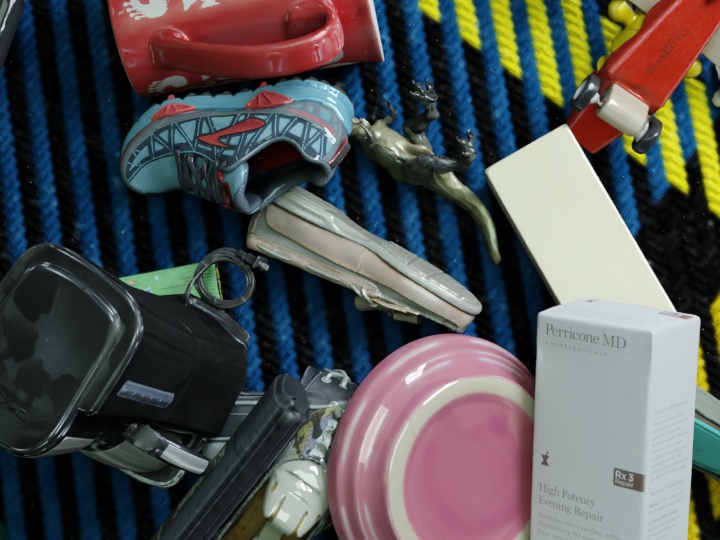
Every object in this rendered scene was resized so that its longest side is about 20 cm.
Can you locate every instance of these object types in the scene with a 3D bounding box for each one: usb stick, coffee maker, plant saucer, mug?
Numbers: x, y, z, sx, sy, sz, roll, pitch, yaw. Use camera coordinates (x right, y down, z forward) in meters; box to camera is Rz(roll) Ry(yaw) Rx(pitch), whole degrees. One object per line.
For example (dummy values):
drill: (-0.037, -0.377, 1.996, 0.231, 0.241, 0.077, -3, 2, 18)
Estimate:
usb stick: (-0.103, 0.160, 1.070, 0.033, 0.056, 0.200, 30, 111, -21)
coffee maker: (-0.173, 0.050, 1.029, 0.134, 0.200, 0.193, 9, 79, 19)
plant saucer: (0.072, 0.150, 1.066, 0.200, 0.051, 0.202, -3, 96, -29)
mug: (-0.092, -0.209, 1.115, 0.199, 0.178, 0.134, -11, 96, 4)

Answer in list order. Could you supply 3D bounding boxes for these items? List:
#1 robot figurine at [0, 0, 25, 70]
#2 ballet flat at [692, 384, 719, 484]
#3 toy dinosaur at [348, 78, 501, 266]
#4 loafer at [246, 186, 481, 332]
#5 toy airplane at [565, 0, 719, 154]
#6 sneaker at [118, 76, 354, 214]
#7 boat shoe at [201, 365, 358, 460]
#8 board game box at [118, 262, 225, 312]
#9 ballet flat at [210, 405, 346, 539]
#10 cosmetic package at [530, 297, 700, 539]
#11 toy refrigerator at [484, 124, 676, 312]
robot figurine: (-0.362, -0.210, 1.145, 0.150, 0.125, 0.201, 26, 82, -30)
ballet flat: (0.297, 0.141, 1.102, 0.200, 0.064, 0.067, 34, 122, -14)
toy dinosaur: (0.051, -0.094, 1.143, 0.200, 0.088, 0.047, 37, 45, 4)
loafer: (0.000, 0.000, 1.138, 0.200, 0.072, 0.063, 32, 100, 12)
toy airplane: (0.247, -0.201, 1.117, 0.198, 0.141, 0.201, -8, 113, 10)
sneaker: (-0.104, -0.087, 1.109, 0.199, 0.079, 0.096, -13, 49, 20)
boat shoe: (-0.029, 0.108, 1.117, 0.199, 0.072, 0.068, -7, 87, 8)
board game box: (-0.205, 0.060, 1.150, 0.199, 0.023, 0.105, -10, 81, 0)
ballet flat: (-0.061, 0.190, 1.067, 0.072, 0.072, 0.201, 39, 110, 6)
cosmetic package: (0.183, 0.128, 1.042, 0.101, 0.074, 0.201, 8, 104, 41)
toy refrigerator: (0.179, -0.007, 1.129, 0.076, 0.070, 0.201, -30, 81, 3)
